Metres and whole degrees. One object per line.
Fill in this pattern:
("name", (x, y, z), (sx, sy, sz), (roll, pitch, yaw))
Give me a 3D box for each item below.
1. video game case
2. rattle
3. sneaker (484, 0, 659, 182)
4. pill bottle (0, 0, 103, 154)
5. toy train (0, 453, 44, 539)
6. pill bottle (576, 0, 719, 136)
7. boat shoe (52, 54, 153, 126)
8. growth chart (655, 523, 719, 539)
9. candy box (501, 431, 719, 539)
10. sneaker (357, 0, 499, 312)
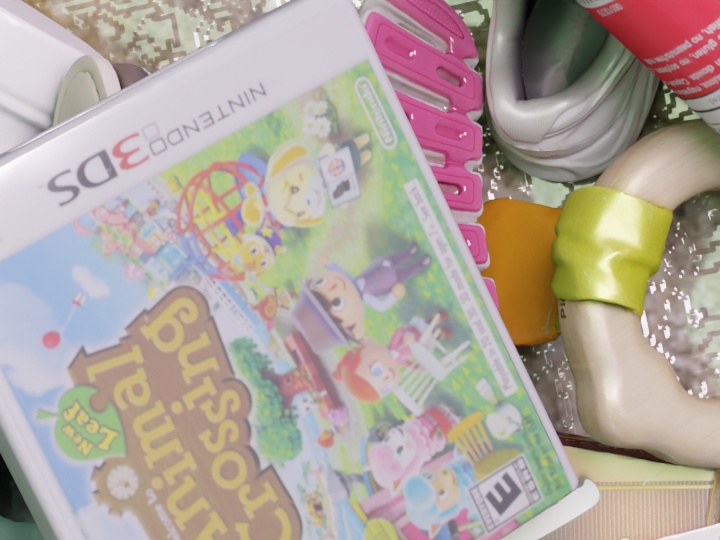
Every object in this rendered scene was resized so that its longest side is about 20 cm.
("video game case", (-0.038, 0.030, 1.006), (0.182, 0.022, 0.201), (-30, 100, -24))
("rattle", (0.146, 0.008, 1.113), (0.199, 0.143, 0.131), (-13, 78, -25))
("sneaker", (0.094, -0.131, 1.088), (0.077, 0.099, 0.201), (13, 91, 11))
("pill bottle", (-0.183, -0.015, 1.131), (0.119, 0.120, 0.201), (32, 95, 10))
("toy train", (-0.133, 0.086, 1.067), (0.114, 0.085, 0.201), (35, 125, 42))
("pill bottle", (0.147, -0.099, 1.007), (0.200, 0.112, 0.112), (41, 97, -13))
("boat shoe", (-0.066, 0.019, 1.072), (0.059, 0.072, 0.201), (-6, 77, -27))
("growth chart", (0.146, 0.151, 1.074), (0.199, 0.018, 0.146), (-17, 97, -13))
("candy box", (0.064, 0.161, 1.110), (0.116, 0.056, 0.201), (10, 92, 11))
("sneaker", (0.000, 0.000, 1.094), (0.073, 0.087, 0.201), (8, 77, -30))
